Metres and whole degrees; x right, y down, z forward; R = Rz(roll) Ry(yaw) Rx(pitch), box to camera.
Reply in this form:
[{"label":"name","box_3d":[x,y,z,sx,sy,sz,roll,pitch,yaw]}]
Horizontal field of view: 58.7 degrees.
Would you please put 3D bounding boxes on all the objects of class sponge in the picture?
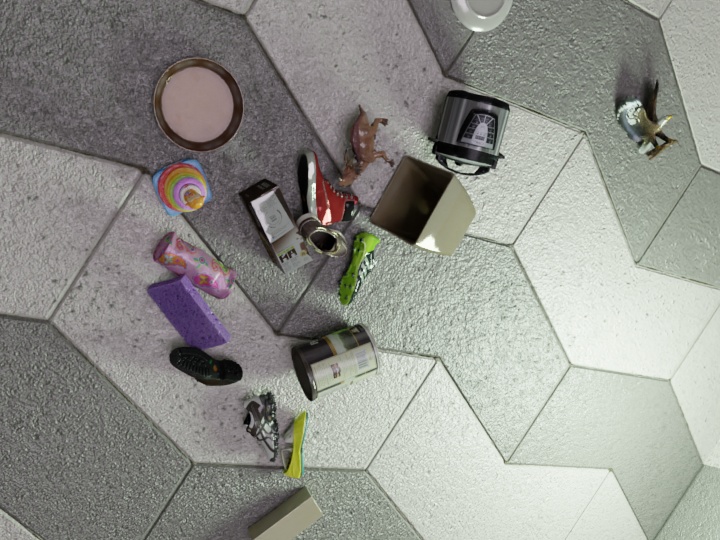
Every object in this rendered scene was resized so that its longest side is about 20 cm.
[{"label":"sponge","box_3d":[-0.404,0.103,1.511,0.110,0.030,0.201,-15,120,26]}]

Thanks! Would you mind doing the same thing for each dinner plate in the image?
[{"label":"dinner plate","box_3d":[0.317,-0.718,1.634,0.197,0.024,0.203,-7,108,-23]}]

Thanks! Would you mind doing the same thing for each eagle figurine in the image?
[{"label":"eagle figurine","box_3d":[0.880,-0.454,1.945,0.202,0.150,0.151,59,32,2]}]

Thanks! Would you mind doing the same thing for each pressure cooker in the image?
[{"label":"pressure cooker","box_3d":[0.284,-0.347,1.650,0.177,0.175,0.203,0,109,-50]}]

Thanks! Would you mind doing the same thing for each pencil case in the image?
[{"label":"pencil case","box_3d":[-0.382,-0.010,1.494,0.199,0.087,0.088,34,90,-30]}]

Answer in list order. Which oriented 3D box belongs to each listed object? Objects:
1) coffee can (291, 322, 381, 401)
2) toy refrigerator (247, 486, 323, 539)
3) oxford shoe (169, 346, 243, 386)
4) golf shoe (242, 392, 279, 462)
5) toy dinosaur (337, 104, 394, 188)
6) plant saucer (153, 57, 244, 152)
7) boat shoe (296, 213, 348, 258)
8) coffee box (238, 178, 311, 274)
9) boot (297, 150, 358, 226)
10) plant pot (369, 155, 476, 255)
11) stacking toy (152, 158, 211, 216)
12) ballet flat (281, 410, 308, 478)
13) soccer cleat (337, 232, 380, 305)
[{"label":"coffee can","box_3d":[-0.065,0.239,1.685,0.198,0.146,0.148,-18,113,-20]},{"label":"toy refrigerator","box_3d":[-0.213,0.711,1.811,0.199,0.070,0.077,-34,111,-13]},{"label":"oxford shoe","box_3d":[-0.390,0.246,1.564,0.084,0.073,0.199,-29,138,31]},{"label":"golf shoe","box_3d":[-0.264,0.418,1.700,0.093,0.078,0.203,-6,108,-5]},{"label":"toy dinosaur","box_3d":[0.001,-0.308,1.554,0.134,0.085,0.203,-9,96,-35]},{"label":"plant saucer","box_3d":[-0.358,-0.366,1.418,0.198,0.034,0.203,-8,109,-24]},{"label":"boat shoe","box_3d":[-0.085,-0.072,1.589,0.072,0.060,0.200,-39,145,8]},{"label":"coffee box","box_3d":[-0.203,-0.106,1.529,0.079,0.113,0.202,-30,117,-14]},{"label":"boot","box_3d":[-0.076,-0.208,1.584,0.142,0.072,0.203,-16,120,-21]},{"label":"plant pot","box_3d":[0.181,-0.149,1.661,0.176,0.199,0.201,27,94,-40]},{"label":"stacking toy","box_3d":[-0.372,-0.166,1.379,0.115,0.200,0.111,-25,116,-15]},{"label":"ballet flat","box_3d":[-0.182,0.480,1.758,0.066,0.067,0.203,5,107,-5]},{"label":"soccer cleat","box_3d":[0.000,0.000,1.690,0.080,0.067,0.203,11,101,-41]}]
